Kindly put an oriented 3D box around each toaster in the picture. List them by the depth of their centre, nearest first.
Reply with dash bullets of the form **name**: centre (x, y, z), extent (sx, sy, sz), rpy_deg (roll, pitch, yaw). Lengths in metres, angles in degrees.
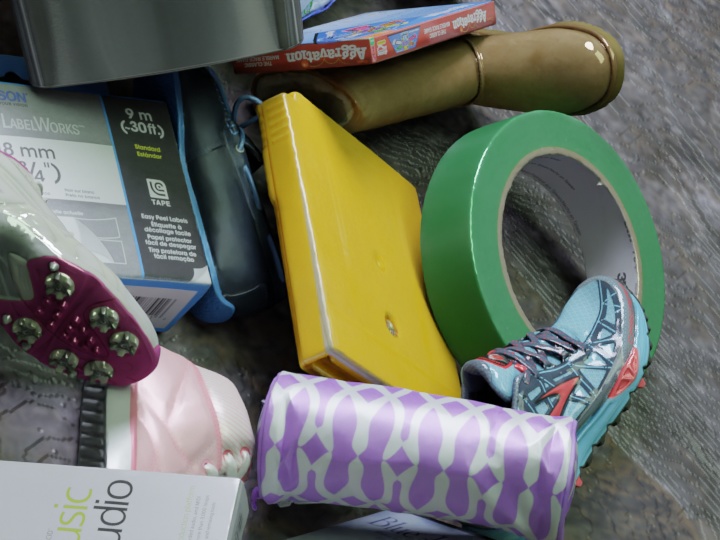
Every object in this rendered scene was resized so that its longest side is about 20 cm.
- **toaster**: centre (-0.126, -0.202, 1.541), extent (0.180, 0.119, 0.200), rpy_deg (-10, 24, 0)

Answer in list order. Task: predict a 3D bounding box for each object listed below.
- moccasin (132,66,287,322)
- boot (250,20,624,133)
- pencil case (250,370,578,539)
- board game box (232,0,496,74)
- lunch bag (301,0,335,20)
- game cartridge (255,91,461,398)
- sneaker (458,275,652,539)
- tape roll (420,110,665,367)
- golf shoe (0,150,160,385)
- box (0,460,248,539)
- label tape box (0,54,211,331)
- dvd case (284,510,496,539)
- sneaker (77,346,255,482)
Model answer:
- **moccasin**: centre (-0.096, -0.062, 1.595), extent (0.068, 0.080, 0.201), rpy_deg (-5, 75, -29)
- **boot**: centre (0.055, -0.124, 1.704), extent (0.200, 0.175, 0.066), rpy_deg (-15, 103, -46)
- **pencil case**: centre (0.031, 0.114, 1.473), extent (0.199, 0.086, 0.084), rpy_deg (8, 11, 7)
- **board game box**: centre (0.006, -0.157, 1.688), extent (0.200, 0.103, 0.020), rpy_deg (-25, 109, -61)
- **lunch bag**: centre (-0.071, -0.267, 1.723), extent (0.170, 0.124, 0.201), rpy_deg (-45, 117, -49)
- **game cartridge**: centre (0.000, 0.000, 1.597), extent (0.176, 0.032, 0.201), rpy_deg (37, 34, -51)
- **sneaker**: centre (0.111, 0.075, 1.564), extent (0.096, 0.079, 0.200), rpy_deg (44, 61, -28)
- **tape roll**: centre (0.125, -0.005, 1.685), extent (0.200, 0.048, 0.201), rpy_deg (17, 66, -42)
- **golf shoe**: centre (-0.185, -0.017, 1.402), extent (0.200, 0.075, 0.092), rpy_deg (41, 35, -21)
- **box**: centre (-0.168, 0.167, 1.309), extent (0.199, 0.036, 0.145), rpy_deg (2, 50, 10)
- **label tape box**: centre (-0.186, -0.066, 1.530), extent (0.144, 0.063, 0.201), rpy_deg (4, 57, -35)
- **dvd case**: centre (0.002, 0.180, 1.447), extent (0.200, 0.142, 0.018), rpy_deg (-11, 107, -44)
- **sneaker**: centre (-0.110, 0.128, 1.433), extent (0.104, 0.075, 0.201), rpy_deg (19, 45, -18)
